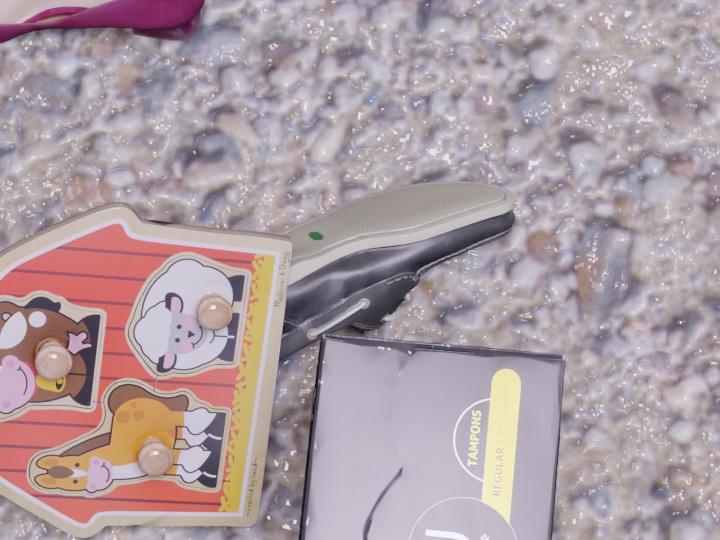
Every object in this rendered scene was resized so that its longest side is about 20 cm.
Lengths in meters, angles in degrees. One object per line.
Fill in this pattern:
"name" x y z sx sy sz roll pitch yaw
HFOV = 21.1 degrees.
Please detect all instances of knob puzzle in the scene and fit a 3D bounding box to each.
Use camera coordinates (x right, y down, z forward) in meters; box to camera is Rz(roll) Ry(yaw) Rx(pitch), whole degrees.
"knob puzzle" -0.143 0.061 1.057 0.219 0.030 0.220 -4 112 -10

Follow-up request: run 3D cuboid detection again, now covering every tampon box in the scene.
"tampon box" 0.032 0.126 1.026 0.126 0.200 0.150 5 79 -1

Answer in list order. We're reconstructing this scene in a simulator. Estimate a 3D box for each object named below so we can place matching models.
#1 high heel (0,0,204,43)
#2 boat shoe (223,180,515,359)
"high heel" -0.190 -0.169 1.130 0.199 0.096 0.068 11 79 0
"boat shoe" 0.000 0.000 1.129 0.199 0.072 0.068 -22 117 -13
